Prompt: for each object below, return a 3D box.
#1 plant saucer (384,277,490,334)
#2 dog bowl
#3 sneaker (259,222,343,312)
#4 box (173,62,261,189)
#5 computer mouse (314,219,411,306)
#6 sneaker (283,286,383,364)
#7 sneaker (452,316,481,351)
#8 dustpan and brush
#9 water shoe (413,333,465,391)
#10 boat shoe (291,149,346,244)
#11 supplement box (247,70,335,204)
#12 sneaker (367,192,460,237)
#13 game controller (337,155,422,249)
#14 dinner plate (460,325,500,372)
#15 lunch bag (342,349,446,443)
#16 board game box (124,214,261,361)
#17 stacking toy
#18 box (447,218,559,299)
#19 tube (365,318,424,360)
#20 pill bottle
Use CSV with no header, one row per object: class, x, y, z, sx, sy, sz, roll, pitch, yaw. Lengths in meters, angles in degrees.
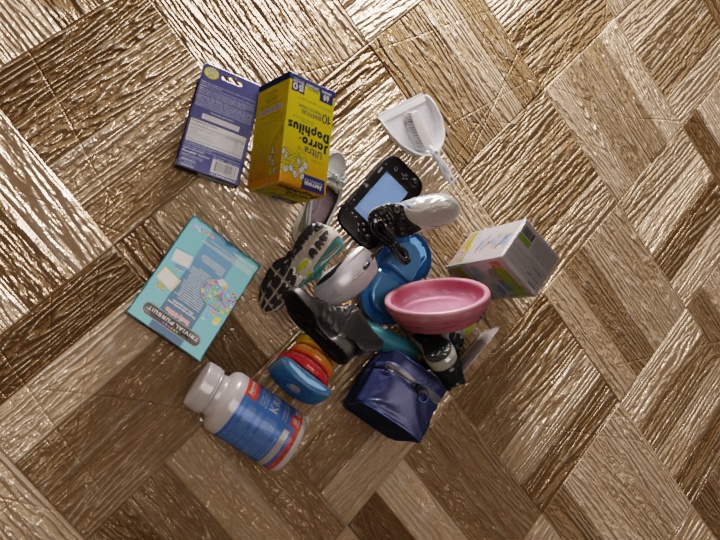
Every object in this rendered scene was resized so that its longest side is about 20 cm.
plant saucer,0.143,0.067,1.203,0.196,0.200,0.052,-15,108,-24
dog bowl,0.064,0.015,1.302,0.111,0.049,0.203,36,71,-16
sneaker,-0.106,0.006,1.184,0.200,0.078,0.079,-45,145,13
box,-0.259,-0.266,1.198,0.119,0.032,0.205,17,77,-22
computer mouse,0.000,0.000,1.217,0.199,0.044,0.110,-43,113,-12
sneaker,-0.046,0.088,1.168,0.201,0.060,0.104,50,44,-8
sneaker,0.179,0.113,1.321,0.200,0.080,0.077,-48,114,-2
dustpan and brush,0.139,-0.265,1.361,0.138,0.057,0.203,-30,96,-24
water shoe,0.143,0.152,1.178,0.070,0.200,0.080,-25,104,9
boat shoe,-0.070,-0.138,1.246,0.074,0.064,0.206,31,74,-28
supplement box,-0.127,-0.239,1.200,0.107,0.108,0.206,12,79,-40
sneaker,0.102,-0.110,1.293,0.195,0.072,0.074,-10,104,-19
game controller,0.040,-0.139,1.313,0.104,0.042,0.201,45,68,-13
dinner plate,0.202,0.179,1.272,0.024,0.201,0.200,42,67,11
lunch bag,0.068,0.222,1.198,0.135,0.200,0.134,35,69,-10
board game box,-0.291,0.031,1.142,0.150,0.047,0.202,37,71,-16
stacking toy,-0.074,0.136,1.208,0.115,0.110,0.202,36,60,-8
box,0.285,-0.016,1.321,0.112,0.199,0.102,44,70,-14
tube,0.079,0.149,1.252,0.196,0.077,0.051,22,85,5
pill bottle,-0.200,0.248,1.122,0.199,0.112,0.114,37,71,-17
